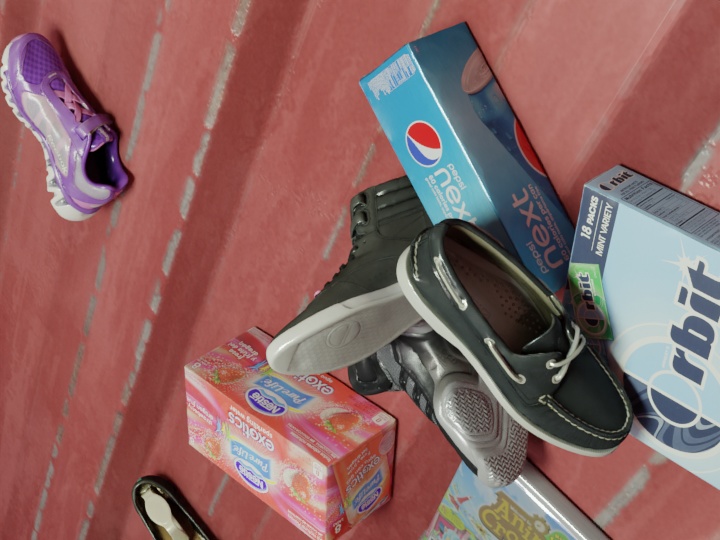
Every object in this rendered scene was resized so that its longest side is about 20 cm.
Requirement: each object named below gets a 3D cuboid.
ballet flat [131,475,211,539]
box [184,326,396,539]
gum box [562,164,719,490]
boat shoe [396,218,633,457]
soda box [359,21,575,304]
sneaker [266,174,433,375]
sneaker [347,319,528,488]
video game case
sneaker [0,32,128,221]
[{"bbox_3d":[-0.208,0.323,1.430,0.200,0.068,0.069,47,170,18],"label":"ballet flat"},{"bbox_3d":[-0.069,0.154,1.162,0.199,0.094,0.104,30,133,34],"label":"box"},{"bbox_3d":[0.225,0.049,0.809,0.199,0.044,0.172,32,133,34],"label":"gum box"},{"bbox_3d":[0.110,0.046,0.813,0.199,0.076,0.060,38,149,-6],"label":"boat shoe"},{"bbox_3d":[0.083,-0.070,0.881,0.064,0.067,0.202,-28,90,49],"label":"soda box"},{"bbox_3d":[0.000,0.000,0.934,0.100,0.198,0.071,52,163,30],"label":"sneaker"},{"bbox_3d":[0.057,0.093,1.005,0.202,0.075,0.114,62,143,10],"label":"sneaker"},{"bbox_3d":[0.145,0.256,1.038,0.200,0.022,0.183,43,138,23],"label":"video game case"},{"bbox_3d":[-0.296,-0.151,1.263,0.088,0.080,0.202,-5,113,42],"label":"sneaker"}]
